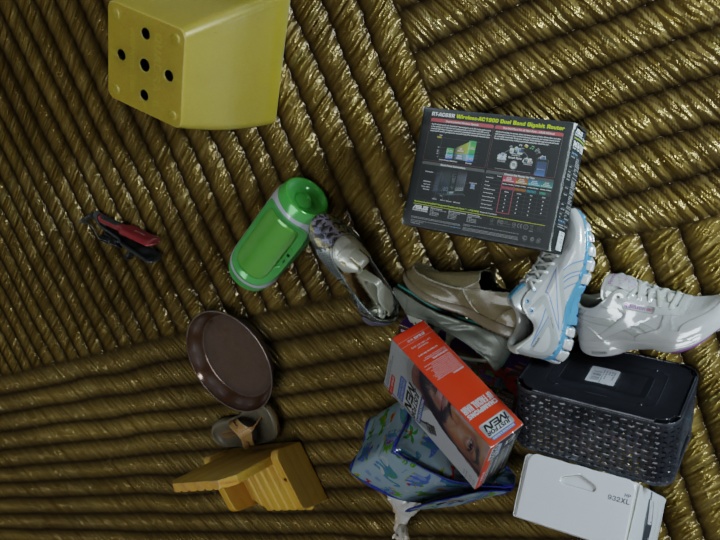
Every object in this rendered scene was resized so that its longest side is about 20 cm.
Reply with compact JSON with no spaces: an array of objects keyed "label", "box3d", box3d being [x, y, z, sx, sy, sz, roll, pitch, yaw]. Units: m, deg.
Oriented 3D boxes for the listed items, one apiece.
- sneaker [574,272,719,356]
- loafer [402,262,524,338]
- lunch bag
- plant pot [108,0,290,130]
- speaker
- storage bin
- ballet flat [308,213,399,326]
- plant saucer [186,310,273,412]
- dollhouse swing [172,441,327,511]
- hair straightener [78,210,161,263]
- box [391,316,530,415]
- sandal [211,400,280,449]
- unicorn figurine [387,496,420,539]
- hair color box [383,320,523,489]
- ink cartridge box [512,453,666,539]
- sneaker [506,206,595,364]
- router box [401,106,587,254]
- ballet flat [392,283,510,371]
[{"label":"sneaker","box3d":[0.342,0.048,0.984,0.199,0.075,0.100,-14,106,39]},{"label":"loafer","box3d":[0.149,0.027,1.112,0.199,0.076,0.068,24,105,27]},{"label":"lunch bag","box3d":[0.108,0.292,1.232,0.199,0.128,0.170,29,149,-12]},{"label":"plant pot","box3d":[-0.238,-0.303,1.134,0.199,0.176,0.201,27,126,21]},{"label":"speaker","box3d":[-0.128,-0.052,1.253,0.089,0.088,0.200,47,131,4]},{"label":"storage bin","box3d":[0.308,0.171,1.033,0.199,0.135,0.094,12,121,30]},{"label":"ballet flat","box3d":[0.000,0.000,1.183,0.072,0.072,0.201,-14,120,39]},{"label":"plant saucer","box3d":[-0.227,0.157,1.464,0.199,0.034,0.202,16,122,28]},{"label":"dollhouse swing","box3d":[-0.207,0.408,1.490,0.199,0.176,0.183,-14,107,37]},{"label":"hair straightener","box3d":[-0.442,-0.052,1.499,0.199,0.041,0.077,20,124,25]},{"label":"box","box3d":[0.144,0.160,1.206,0.199,0.039,0.138,20,125,25]},{"label":"sandal","box3d":[-0.220,0.298,1.523,0.199,0.054,0.081,-25,99,41]},{"label":"unicorn figurine","box3d":[0.067,0.374,1.362,0.137,0.074,0.201,-40,74,53]},{"label":"hair color box","box3d":[0.118,0.178,1.098,0.200,0.064,0.111,45,147,30]},{"label":"ink cartridge box","box3d":[0.302,0.308,1.069,0.144,0.200,0.084,9,76,32]},{"label":"sneaker","box3d":[0.227,0.018,1.009,0.075,0.086,0.202,-142,58,-70]},{"label":"router box","box3d":[0.159,-0.111,0.996,0.199,0.062,0.151,13,93,29]},{"label":"ballet flat","box3d":[0.117,0.081,1.148,0.199,0.067,0.064,25,92,29]}]
